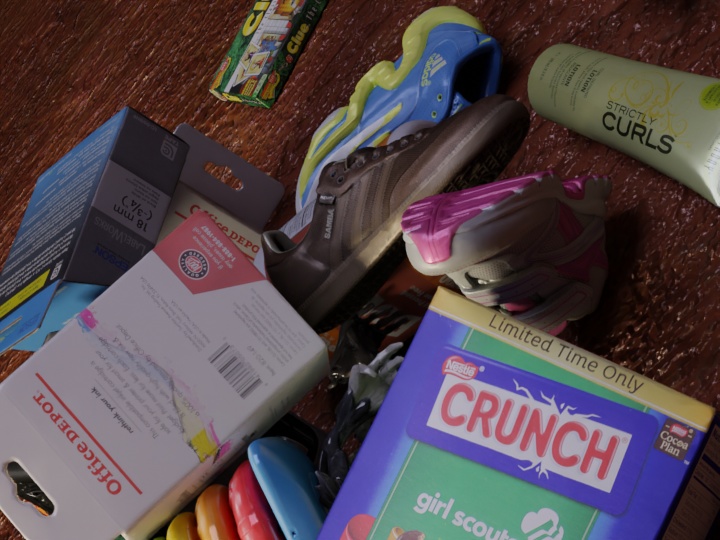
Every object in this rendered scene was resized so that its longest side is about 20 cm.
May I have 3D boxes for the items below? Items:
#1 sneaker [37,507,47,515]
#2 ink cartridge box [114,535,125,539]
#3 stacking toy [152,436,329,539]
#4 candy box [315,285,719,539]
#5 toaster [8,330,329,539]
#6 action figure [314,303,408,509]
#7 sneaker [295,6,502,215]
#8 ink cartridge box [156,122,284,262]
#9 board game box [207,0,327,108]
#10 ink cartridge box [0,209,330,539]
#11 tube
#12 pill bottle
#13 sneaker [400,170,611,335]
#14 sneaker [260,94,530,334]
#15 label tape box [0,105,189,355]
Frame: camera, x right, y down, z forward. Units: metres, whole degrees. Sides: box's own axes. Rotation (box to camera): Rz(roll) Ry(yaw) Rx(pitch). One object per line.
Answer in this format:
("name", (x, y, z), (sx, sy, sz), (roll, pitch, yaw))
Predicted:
("sneaker", (-0.193, 0.149, 1.355), (0.199, 0.077, 0.074), (-23, 43, 32))
("ink cartridge box", (-0.163, 0.269, 1.087), (0.144, 0.088, 0.201), (5, 42, 29))
("stacking toy", (-0.101, 0.190, 1.021), (0.199, 0.117, 0.110), (-29, -9, 5))
("candy box", (0.077, 0.135, 0.894), (0.168, 0.077, 0.201), (23, 81, 30))
("toaster", (-0.136, 0.130, 1.188), (0.199, 0.180, 0.120), (-10, 52, 50))
("action figure", (0.030, 0.096, 1.034), (0.102, 0.118, 0.201), (-49, 25, 26))
("sneaker", (0.031, -0.098, 1.247), (0.201, 0.075, 0.105), (-59, 30, -1))
("ink cartridge box", (-0.138, 0.001, 1.371), (0.201, 0.115, 0.067), (-60, 28, -1))
("board game box", (-0.063, -0.240, 1.576), (0.105, 0.023, 0.201), (14, 75, 62))
("ink cartridge box", (-0.128, 0.078, 1.030), (0.200, 0.117, 0.068), (-41, -12, -11))
("tube", (0.175, -0.096, 1.056), (0.200, 0.051, 0.059), (32, 131, 56))
("pill bottle", (0.000, 0.000, 1.167), (0.200, 0.112, 0.113), (-39, 35, 32))
("sneaker", (0.093, -0.005, 0.984), (0.081, 0.199, 0.089), (-11, 87, 33))
("sneaker", (0.012, -0.047, 1.043), (0.200, 0.070, 0.076), (-44, 74, 25))
("label tape box", (-0.212, -0.003, 1.294), (0.144, 0.063, 0.202), (-30, 36, 47))
